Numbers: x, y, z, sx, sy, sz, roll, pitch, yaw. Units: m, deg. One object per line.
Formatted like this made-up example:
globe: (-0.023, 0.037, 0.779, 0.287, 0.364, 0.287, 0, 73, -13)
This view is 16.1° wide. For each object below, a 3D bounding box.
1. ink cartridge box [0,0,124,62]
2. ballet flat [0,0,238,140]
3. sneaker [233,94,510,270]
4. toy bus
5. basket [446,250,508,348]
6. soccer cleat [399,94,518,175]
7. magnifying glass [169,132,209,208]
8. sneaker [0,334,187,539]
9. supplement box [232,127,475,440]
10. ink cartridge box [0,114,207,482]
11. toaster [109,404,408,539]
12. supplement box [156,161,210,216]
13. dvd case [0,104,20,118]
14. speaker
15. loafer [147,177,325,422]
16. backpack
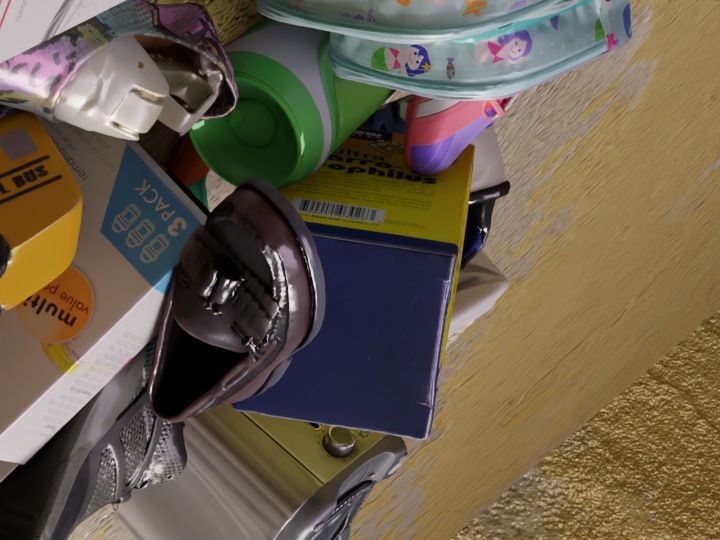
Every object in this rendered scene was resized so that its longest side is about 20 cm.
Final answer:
ink cartridge box: (-0.139, -0.151, 1.062, 0.200, 0.067, 0.116, -33, 163, -38)
ballet flat: (-0.112, -0.095, 1.228, 0.069, 0.071, 0.200, -48, 165, 19)
sneaker: (0.015, -0.044, 1.584, 0.199, 0.115, 0.081, -17, -176, 38)
toy bus: (-0.225, 0.003, 1.178, 0.200, 0.078, 0.065, -26, 160, -23)
basket: (-0.017, 0.028, 1.793, 0.200, 0.136, 0.123, -26, 160, -50)
soccer cleat: (0.089, -0.137, 1.417, 0.200, 0.076, 0.067, -62, 164, -9)
magnifying glass: (-0.111, -0.048, 1.548, 0.080, 0.022, 0.200, -33, 164, -38)
sneaker: (-0.155, 0.117, 1.356, 0.114, 0.076, 0.200, 37, 78, -55)
supplement box: (0.000, 0.000, 1.423, 0.200, 0.109, 0.109, -76, 174, -69)
ink cartridge box: (-0.175, 0.016, 1.281, 0.200, 0.115, 0.068, -45, 167, 2)
toaster: (-0.068, 0.126, 1.517, 0.114, 0.129, 0.200, -35, 164, -39)
supplement box: (-0.165, 0.051, 1.506, 0.131, 0.103, 0.200, -31, 162, -48)
dvd case: (-0.186, -0.083, 1.236, 0.200, 0.016, 0.149, -36, 164, -29)
speaker: (-0.015, -0.121, 1.405, 0.200, 0.088, 0.088, -46, 172, -48)
loafer: (-0.065, 0.025, 1.239, 0.063, 0.072, 0.200, -35, 166, -22)
backpack: (0.042, -0.169, 1.284, 0.200, 0.177, 0.151, -22, 119, -45)
